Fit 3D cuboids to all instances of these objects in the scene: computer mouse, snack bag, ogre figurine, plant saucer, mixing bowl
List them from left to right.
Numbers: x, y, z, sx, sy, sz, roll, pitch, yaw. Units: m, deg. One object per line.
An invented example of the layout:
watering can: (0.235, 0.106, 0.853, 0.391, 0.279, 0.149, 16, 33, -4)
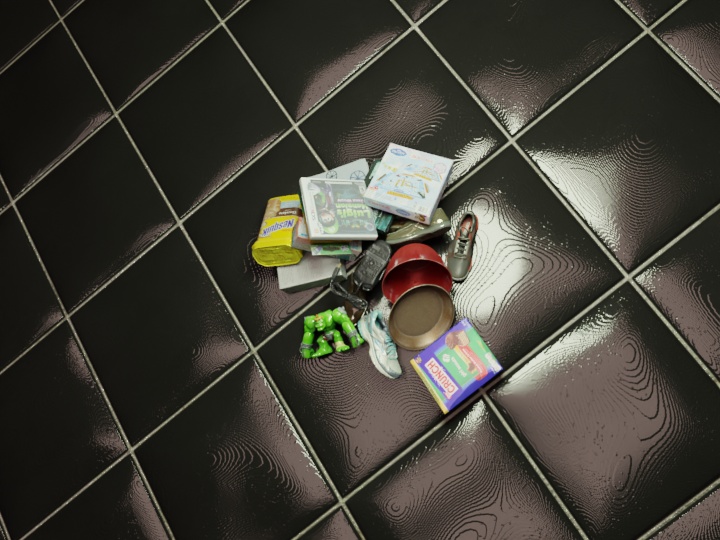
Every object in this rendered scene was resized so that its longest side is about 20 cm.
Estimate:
ogre figurine: (-0.095, 0.178, 1.639, 0.197, 0.097, 0.124, -19, 84, 44)
snack bag: (-0.050, -0.218, 1.673, 0.194, 0.021, 0.193, -18, 69, 1)
computer mouse: (0.000, 0.000, 1.597, 0.138, 0.046, 0.204, 25, 85, 21)
mixing bowl: (0.154, 0.000, 1.582, 0.194, 0.203, 0.110, -11, 46, 11)
plant saucer: (0.163, 0.123, 1.566, 0.198, 0.202, 0.037, -37, 31, 3)

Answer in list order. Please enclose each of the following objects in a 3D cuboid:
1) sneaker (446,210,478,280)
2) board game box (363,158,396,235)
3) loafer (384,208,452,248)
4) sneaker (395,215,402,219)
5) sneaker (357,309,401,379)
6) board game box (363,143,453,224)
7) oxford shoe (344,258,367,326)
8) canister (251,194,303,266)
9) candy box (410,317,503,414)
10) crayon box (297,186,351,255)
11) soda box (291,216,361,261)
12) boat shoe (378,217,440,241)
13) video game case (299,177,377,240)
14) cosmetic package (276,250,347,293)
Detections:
sneaker: (0.283, -0.076, 1.603, 0.075, 0.082, 0.206, 9, 81, 15)
board game box: (0.057, -0.213, 1.625, 0.132, 0.028, 0.204, 22, 75, 20)
loafer: (0.157, -0.116, 1.581, 0.195, 0.075, 0.072, -18, 72, 18)
sneaker: (0.166, -0.215, 1.658, 0.199, 0.080, 0.072, -43, 63, -2)
sneaker: (0.064, 0.203, 1.583, 0.086, 0.077, 0.203, -41, 67, 29)
board game box: (0.135, -0.243, 1.572, 0.195, 0.041, 0.203, 19, 65, 18)
oxford shoe: (-0.012, 0.059, 1.647, 0.071, 0.084, 0.206, 11, 83, 13)
canister: (-0.231, -0.122, 1.695, 0.144, 0.087, 0.204, -6, 51, 17)
candy box: (0.257, 0.256, 1.544, 0.198, 0.077, 0.171, -38, 76, 5)
crayon box: (-0.091, -0.146, 1.568, 0.122, 0.052, 0.205, -3, 65, -27)
soda box: (-0.095, -0.087, 1.610, 0.195, 0.068, 0.065, 13, 61, -20)
boat shoe: (0.148, -0.126, 1.659, 0.194, 0.077, 0.075, -5, 46, 12)
video game case: (-0.060, -0.168, 1.548, 0.194, 0.023, 0.187, -1, 64, -26)
cosmetic package: (-0.146, -0.006, 1.697, 0.194, 0.071, 0.105, -13, 74, 11)
